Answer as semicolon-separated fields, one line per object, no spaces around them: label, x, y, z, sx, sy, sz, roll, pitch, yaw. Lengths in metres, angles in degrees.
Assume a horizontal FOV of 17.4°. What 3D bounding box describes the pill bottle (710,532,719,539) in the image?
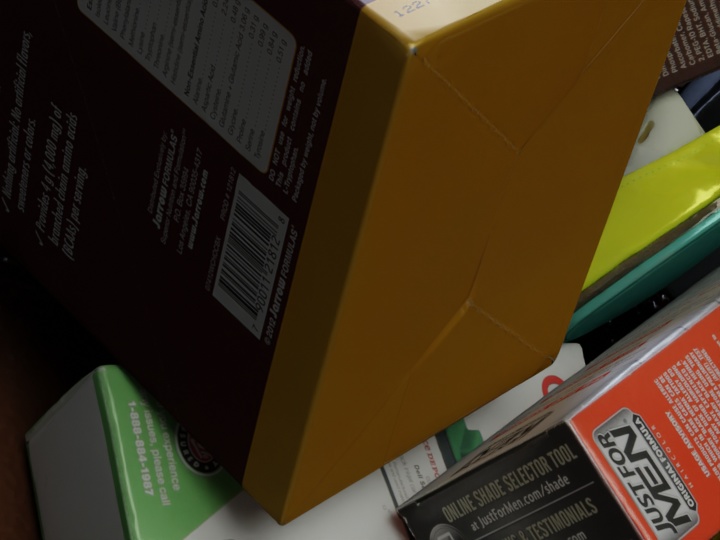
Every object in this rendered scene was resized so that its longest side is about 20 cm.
pill bottle;0.177;0.111;0.843;0.112;0.200;0.114;13;67;-31

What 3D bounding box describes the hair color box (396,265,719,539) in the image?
hair color box;0.115;0.046;0.810;0.200;0.101;0.061;-32;88;-39

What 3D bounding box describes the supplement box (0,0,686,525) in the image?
supplement box;-0.026;-0.071;0.751;0.132;0.198;0.200;-27;57;-36

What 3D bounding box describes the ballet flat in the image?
ballet flat;0.141;-0.048;0.861;0.199;0.067;0.067;-30;77;3

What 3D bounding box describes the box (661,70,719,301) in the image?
box;0.213;-0.015;0.948;0.200;0.148;0.104;45;17;-2

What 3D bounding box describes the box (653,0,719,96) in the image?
box;0.116;-0.126;0.862;0.100;0.199;0.075;-102;166;-55

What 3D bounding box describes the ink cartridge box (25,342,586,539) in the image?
ink cartridge box;-0.003;0.107;0.826;0.199;0.084;0.147;-3;68;-30
